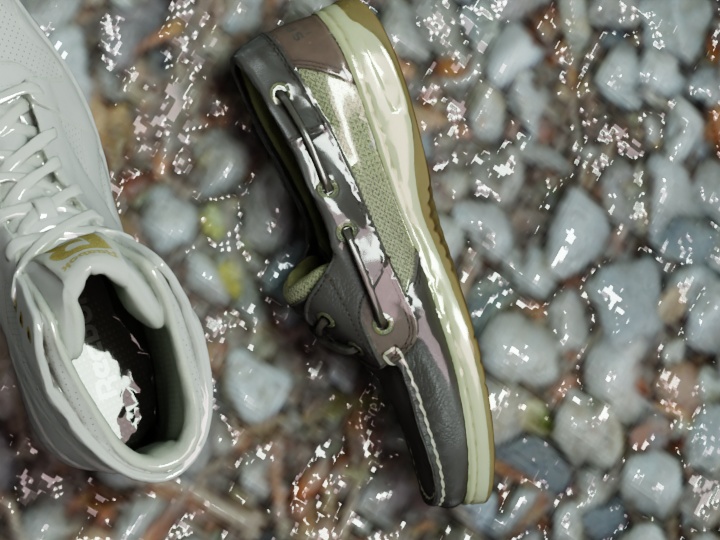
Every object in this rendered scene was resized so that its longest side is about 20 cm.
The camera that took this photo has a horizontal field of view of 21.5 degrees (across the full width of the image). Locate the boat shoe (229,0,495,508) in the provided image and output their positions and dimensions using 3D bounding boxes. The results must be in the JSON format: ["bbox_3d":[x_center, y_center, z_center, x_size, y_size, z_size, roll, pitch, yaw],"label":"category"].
[{"bbox_3d":[0.000,0.000,0.731,0.064,0.073,0.202,-17,94,-11],"label":"boat shoe"}]

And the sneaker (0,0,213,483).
[{"bbox_3d":[-0.105,-0.021,0.654,0.073,0.115,0.202,-27,100,-19],"label":"sneaker"}]
